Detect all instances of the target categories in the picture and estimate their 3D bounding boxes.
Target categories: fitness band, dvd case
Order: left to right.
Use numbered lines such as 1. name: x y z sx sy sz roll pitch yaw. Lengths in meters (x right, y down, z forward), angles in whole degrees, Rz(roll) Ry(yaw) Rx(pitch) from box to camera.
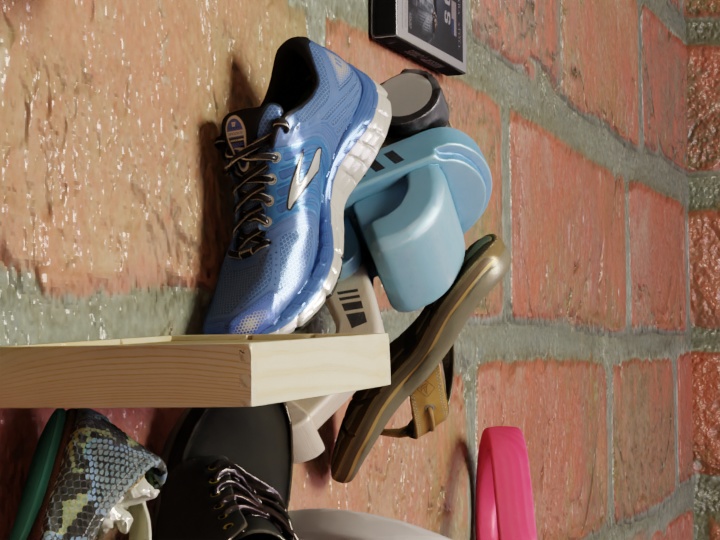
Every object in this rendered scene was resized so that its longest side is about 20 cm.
1. dvd case: 0.046 -0.236 1.465 0.200 0.025 0.151 6 83 -72
2. fitness band: 0.119 0.222 1.550 0.144 0.037 0.201 94 -6 -48

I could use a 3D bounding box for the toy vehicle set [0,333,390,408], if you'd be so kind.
1. toy vehicle set: -0.073 0.045 0.894 0.200 0.123 0.027 2 87 -72

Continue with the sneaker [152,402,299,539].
1. sneaker: -0.054 0.121 0.948 0.075 0.106 0.201 29 50 -19

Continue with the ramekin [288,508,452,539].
1. ramekin: 0.010 0.222 1.046 0.203 0.201 0.095 68 36 -48

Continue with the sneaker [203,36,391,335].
1. sneaker: -0.053 -0.045 1.076 0.089 0.078 0.201 41 53 -36

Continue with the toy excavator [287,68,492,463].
1. toy excavator: 0.000 0.000 1.146 0.100 0.193 0.201 69 -2 -47

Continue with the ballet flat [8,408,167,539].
1. ballet flat: -0.125 0.140 0.793 0.201 0.074 0.074 -73 155 -43

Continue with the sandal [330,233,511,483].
1. sandal: 0.043 0.065 1.215 0.200 0.054 0.080 -53 -171 22
